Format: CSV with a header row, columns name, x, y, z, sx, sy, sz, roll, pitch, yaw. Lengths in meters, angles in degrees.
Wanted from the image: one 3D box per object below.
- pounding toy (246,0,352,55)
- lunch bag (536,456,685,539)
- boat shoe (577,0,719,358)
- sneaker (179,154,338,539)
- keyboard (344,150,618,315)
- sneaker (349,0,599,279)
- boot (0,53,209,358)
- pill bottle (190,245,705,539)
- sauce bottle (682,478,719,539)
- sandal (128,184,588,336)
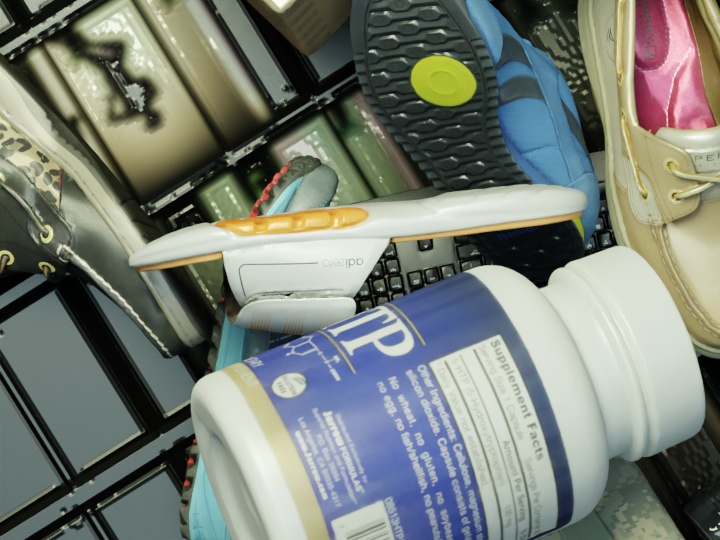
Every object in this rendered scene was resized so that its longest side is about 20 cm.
name,x,y,z,sx,sy,sz,roll,pitch,yaw
pounding toy,-0.028,-0.237,1.146,0.184,0.142,0.200,43,90,8
lunch bag,0.053,0.169,1.206,0.199,0.118,0.164,-25,55,-9
boat shoe,0.153,-0.058,1.250,0.073,0.069,0.201,-16,84,-14
sneaker,-0.024,0.046,1.266,0.095,0.079,0.201,11,101,0
keyboard,0.084,0.002,1.282,0.199,0.040,0.105,-12,91,0
sneaker,0.054,-0.085,1.213,0.066,0.079,0.200,-9,136,28
boot,-0.181,-0.003,1.255,0.150,0.073,0.200,-41,84,0
pill bottle,0.039,0.066,1.137,0.199,0.120,0.120,-22,92,-13
sauce bottle,0.242,0.065,1.274,0.200,0.065,0.065,-43,92,0
sandal,0.000,0.000,1.174,0.206,0.079,0.060,-6,93,3
